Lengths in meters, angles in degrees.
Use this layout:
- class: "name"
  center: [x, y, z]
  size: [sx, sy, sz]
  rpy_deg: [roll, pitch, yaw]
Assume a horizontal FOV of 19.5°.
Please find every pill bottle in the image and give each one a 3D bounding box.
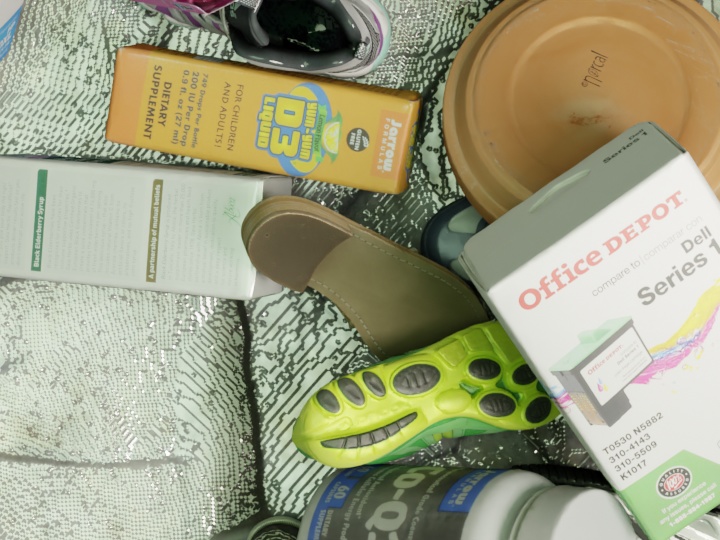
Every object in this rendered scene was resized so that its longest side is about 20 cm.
- class: "pill bottle"
  center: [0.066, 0.179, 1.305]
  size: [0.199, 0.113, 0.115]
  rpy_deg: [-3, 94, 42]

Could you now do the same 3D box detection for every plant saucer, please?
- class: "plant saucer"
  center: [0.150, -0.102, 1.321]
  size: [0.198, 0.032, 0.202]
  rpy_deg: [-2, 66, 4]

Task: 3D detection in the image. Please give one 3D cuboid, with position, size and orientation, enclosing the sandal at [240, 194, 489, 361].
- class: "sandal"
  center: [0.004, -0.004, 1.354]
  size: [0.211, 0.070, 0.078]
  rpy_deg: [32, 113, -36]

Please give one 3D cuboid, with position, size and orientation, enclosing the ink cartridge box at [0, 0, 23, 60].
- class: "ink cartridge box"
  center: [-0.278, -0.228, 1.329]
  size: [0.144, 0.084, 0.201]
  rpy_deg: [31, 131, 4]

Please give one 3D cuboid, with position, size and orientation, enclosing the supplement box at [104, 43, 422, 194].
- class: "supplement box"
  center: [-0.062, -0.100, 1.370]
  size: [0.198, 0.069, 0.067]
  rpy_deg: [10, 97, 3]

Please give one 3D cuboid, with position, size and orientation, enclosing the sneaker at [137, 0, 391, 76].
- class: "sneaker"
  center: [-0.079, -0.177, 1.327]
  size: [0.198, 0.140, 0.078]
  rpy_deg: [18, 100, 5]

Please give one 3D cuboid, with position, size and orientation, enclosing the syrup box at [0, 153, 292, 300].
- class: "syrup box"
  center: [-0.151, -0.031, 1.367]
  size: [0.198, 0.079, 0.082]
  rpy_deg: [6, 94, 12]

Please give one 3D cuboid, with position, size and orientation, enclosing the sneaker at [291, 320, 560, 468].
- class: "sneaker"
  center: [0.044, 0.080, 1.353]
  size: [0.198, 0.083, 0.075]
  rpy_deg: [-10, 86, -23]

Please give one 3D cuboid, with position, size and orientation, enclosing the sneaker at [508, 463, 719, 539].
- class: "sneaker"
  center: [0.183, 0.184, 1.357]
  size: [0.198, 0.074, 0.089]
  rpy_deg: [18, 94, 5]

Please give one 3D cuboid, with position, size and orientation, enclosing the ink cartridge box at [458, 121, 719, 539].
- class: "ink cartridge box"
  center: [0.173, 0.036, 1.249]
  size: [0.144, 0.084, 0.201]
  rpy_deg: [-35, 108, 3]

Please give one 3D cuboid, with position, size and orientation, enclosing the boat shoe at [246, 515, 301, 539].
- class: "boat shoe"
  center: [-0.018, 0.257, 1.390]
  size: [0.071, 0.061, 0.202]
  rpy_deg: [-29, 90, 8]

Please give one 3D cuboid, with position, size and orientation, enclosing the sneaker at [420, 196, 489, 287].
- class: "sneaker"
  center: [0.134, -0.023, 1.345]
  size: [0.198, 0.082, 0.071]
  rpy_deg: [-5, 95, 7]

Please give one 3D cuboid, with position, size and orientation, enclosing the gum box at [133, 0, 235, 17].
- class: "gum box"
  center: [-0.079, -0.230, 1.283]
  size: [0.113, 0.200, 0.067]
  rpy_deg: [17, 133, 41]
